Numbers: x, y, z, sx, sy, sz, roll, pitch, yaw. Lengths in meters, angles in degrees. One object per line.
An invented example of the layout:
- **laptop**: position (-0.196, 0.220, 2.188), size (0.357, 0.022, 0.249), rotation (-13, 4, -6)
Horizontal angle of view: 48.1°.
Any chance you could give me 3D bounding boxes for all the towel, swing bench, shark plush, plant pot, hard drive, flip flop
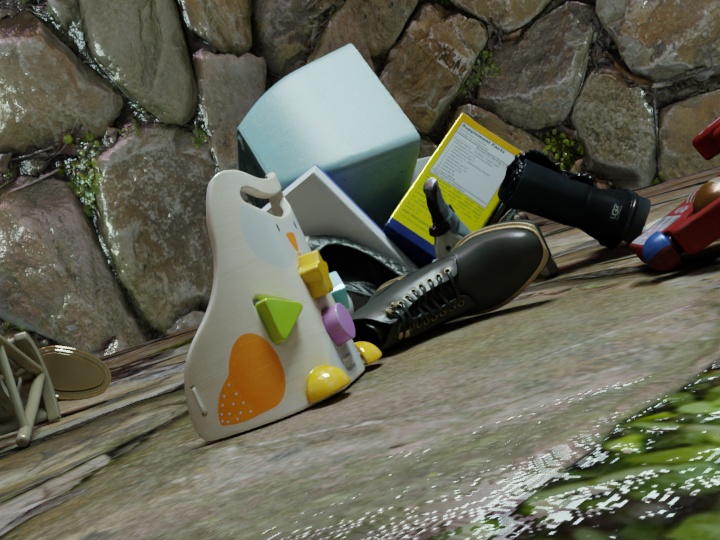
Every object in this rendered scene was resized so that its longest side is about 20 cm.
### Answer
- **towel**: position (0.171, -0.038, 1.138), size (0.148, 0.022, 0.200), rotation (-57, -4, 5)
- **swing bench**: position (-0.481, 0.157, 0.942), size (0.196, 0.132, 0.200), rotation (-18, 1, -11)
- **shark plush**: position (0.093, -0.031, 0.861), size (0.090, 0.085, 0.199), rotation (-23, -36, 26)
- **plant pot**: position (-0.061, -0.152, 1.111), size (0.197, 0.197, 0.198), rotation (-22, -28, -20)
- **hard drive**: position (-0.033, -0.027, 1.037), size (0.131, 0.200, 0.026), rotation (-33, 24, 31)
- **flip flop**: position (0.204, -0.023, 1.015), size (0.057, 0.082, 0.200), rotation (-31, 5, 8)

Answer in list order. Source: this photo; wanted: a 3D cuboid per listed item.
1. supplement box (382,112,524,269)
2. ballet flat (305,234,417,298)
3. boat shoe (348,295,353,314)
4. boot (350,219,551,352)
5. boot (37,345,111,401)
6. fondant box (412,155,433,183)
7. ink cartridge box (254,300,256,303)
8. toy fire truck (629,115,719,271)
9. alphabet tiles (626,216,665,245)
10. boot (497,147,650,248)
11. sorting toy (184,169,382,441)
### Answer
- **supplement box**: position (0.120, -0.087, 1.082), size (0.201, 0.108, 0.110), rotation (-55, -5, -19)
- **ballet flat**: position (0.000, 0.000, 0.984), size (0.197, 0.068, 0.057), rotation (16, 0, 0)
- **boat shoe**: position (-0.079, 0.058, 1.026), size (0.198, 0.075, 0.066), rotation (-17, 4, 36)
- **boot**: position (0.073, 0.028, 0.747), size (0.199, 0.078, 0.138), rotation (-32, -2, 30)
- **boot**: position (-0.451, 0.175, 1.128), size (0.196, 0.078, 0.156), rotation (-5, -28, -19)
- **fondant box**: position (0.099, -0.071, 1.269), size (0.058, 0.203, 0.143), rotation (-15, 3, 44)
- **ink cartridge box**: position (-0.109, 0.017, 1.207), size (0.115, 0.068, 0.201), rotation (-18, -31, -32)
- **toy fire truck**: position (0.313, -0.058, 0.694), size (0.168, 0.113, 0.200), rotation (-41, -5, 13)
- **alphabet tiles**: position (0.422, -0.064, 0.968), size (0.194, 0.015, 0.199), rotation (-22, 4, -36)
- **boot**: position (0.256, -0.090, 0.999), size (0.166, 0.078, 0.200), rotation (22, 7, 6)
- **sorting toy**: position (-0.067, 0.010, 0.642), size (0.105, 0.183, 0.200), rotation (-16, 2, 17)
